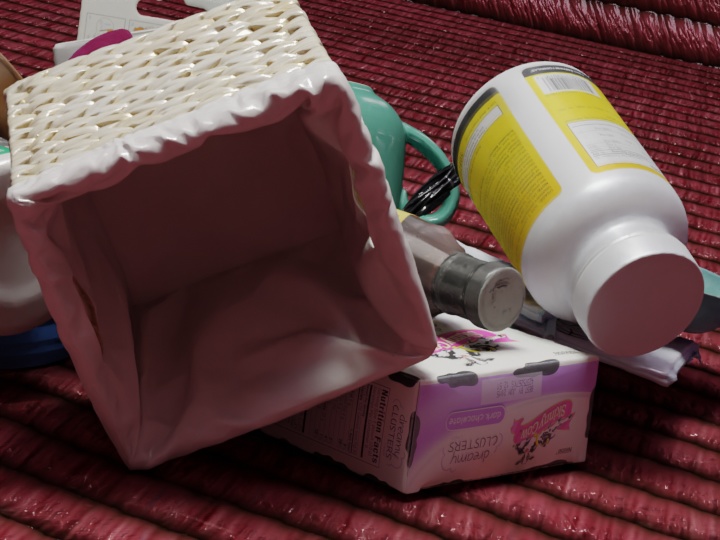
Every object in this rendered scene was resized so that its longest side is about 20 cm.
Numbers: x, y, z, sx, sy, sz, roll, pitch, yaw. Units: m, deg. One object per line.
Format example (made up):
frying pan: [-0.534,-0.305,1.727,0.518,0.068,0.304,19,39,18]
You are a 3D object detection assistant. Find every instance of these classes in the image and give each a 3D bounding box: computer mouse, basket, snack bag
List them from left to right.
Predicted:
basket: [-0.083,-0.031,1.416,0.199,0.199,0.161,-20,32,1]
computer mouse: [0.000,0.000,1.668,0.034,0.200,0.059,50,-4,-5]
snack bag: [0.132,0.026,1.670,0.199,0.022,0.188,22,9,10]

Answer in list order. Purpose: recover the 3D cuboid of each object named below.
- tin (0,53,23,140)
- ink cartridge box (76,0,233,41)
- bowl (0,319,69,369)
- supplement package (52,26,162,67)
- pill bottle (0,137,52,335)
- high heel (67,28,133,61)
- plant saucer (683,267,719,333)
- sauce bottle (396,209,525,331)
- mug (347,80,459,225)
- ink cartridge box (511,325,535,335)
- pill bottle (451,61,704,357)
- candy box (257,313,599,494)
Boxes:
tin: [-0.250,-0.085,1.648,0.111,0.201,0.042,21,58,28]
ink cartridge box: [-0.160,-0.139,2.049,0.159,0.202,0.047,10,12,8]
bowl: [-0.281,0.019,1.641,0.199,0.040,0.201,7,12,-2]
supplement package: [-0.128,-0.059,1.638,0.116,0.202,0.117,-9,6,-1]
pill bottle: [-0.263,-0.038,1.555,0.112,0.114,0.199,-2,16,-39]
high heel: [-0.130,-0.051,1.563,0.067,0.201,0.096,-16,25,47]
plant saucer: [0.179,0.002,1.737,0.199,0.036,0.200,20,8,-3]
sauce bottle: [0.021,-0.007,1.554,0.066,0.067,0.199,-3,14,-41]
mug: [-0.027,-0.092,1.973,0.184,0.115,0.152,7,-1,-37]
ink cartridge box: [0.032,0.033,1.762,0.199,0.045,0.175,19,15,42]
pill bottle: [0.141,-0.038,1.583,0.111,0.113,0.200,2,36,-25]
candy box: [0.018,0.067,1.535,0.199,0.072,0.167,18,16,42]
